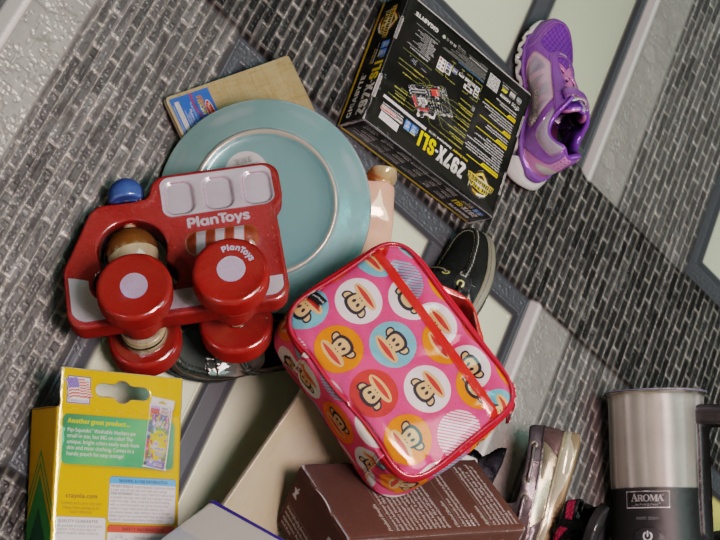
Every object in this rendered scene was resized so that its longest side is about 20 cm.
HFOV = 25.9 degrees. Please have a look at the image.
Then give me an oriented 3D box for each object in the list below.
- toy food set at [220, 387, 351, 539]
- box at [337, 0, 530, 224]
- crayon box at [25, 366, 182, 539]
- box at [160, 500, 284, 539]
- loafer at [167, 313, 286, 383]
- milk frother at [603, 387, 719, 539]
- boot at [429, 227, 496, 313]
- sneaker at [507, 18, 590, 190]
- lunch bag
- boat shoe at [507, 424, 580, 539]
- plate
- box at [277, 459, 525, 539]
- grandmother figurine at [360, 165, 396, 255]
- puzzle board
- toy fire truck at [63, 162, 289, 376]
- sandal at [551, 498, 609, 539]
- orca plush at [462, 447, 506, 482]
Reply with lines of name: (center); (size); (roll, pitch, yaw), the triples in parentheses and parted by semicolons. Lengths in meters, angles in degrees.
toy food set: (-0.064, 0.207, 1.446); (0.144, 0.060, 0.201); (45, 69, -28)
box: (0.083, -0.170, 1.658); (0.199, 0.049, 0.161); (34, 65, -31)
crayon box: (-0.219, 0.189, 1.343); (0.125, 0.051, 0.202); (9, 77, -39)
box: (-0.083, 0.326, 1.304); (0.105, 0.183, 0.201); (-35, 133, -37)
loafer: (-0.092, 0.065, 1.461); (0.199, 0.063, 0.073); (-1, 85, -40)
milk frother: (0.369, 0.236, 1.789); (0.200, 0.179, 0.190); (50, 39, -77)
boot: (0.049, 0.006, 1.585); (0.154, 0.073, 0.205); (40, 58, -24)
sneaker: (0.220, -0.191, 1.750); (0.080, 0.088, 0.202); (21, 68, -34)
lunch bag: (0.039, 0.081, 1.396); (0.176, 0.082, 0.201); (-33, 81, -27)
boat shoe: (0.176, 0.260, 1.652); (0.072, 0.064, 0.202); (29, 80, -77)
plate: (-0.088, -0.061, 1.441); (0.198, 0.026, 0.202); (0, 84, -3)
box: (0.038, 0.230, 1.410); (0.199, 0.100, 0.075); (5, 122, -35)
grandmother figurine: (0.000, 0.000, 1.484); (0.120, 0.061, 0.202); (6, 72, 1)
puzzle board: (-0.088, -0.094, 1.502); (0.150, 0.017, 0.201); (-24, 87, -34)
toy fire truck: (-0.160, -0.010, 1.376); (0.198, 0.112, 0.169); (-8, 60, -5)
sandal: (0.223, 0.272, 1.639); (0.045, 0.200, 0.076); (26, 86, 6)
orca plush: (0.052, 0.132, 1.517); (0.072, 0.199, 0.105); (-64, 163, -16)
